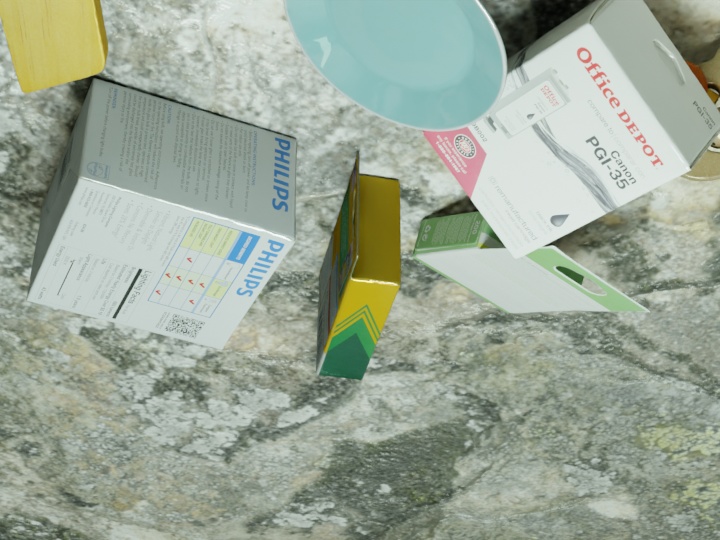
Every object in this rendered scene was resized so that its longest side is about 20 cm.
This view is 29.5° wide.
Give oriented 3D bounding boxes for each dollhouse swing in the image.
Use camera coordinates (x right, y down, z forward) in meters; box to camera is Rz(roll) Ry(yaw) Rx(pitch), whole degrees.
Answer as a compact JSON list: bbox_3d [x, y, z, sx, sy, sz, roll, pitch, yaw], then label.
[{"bbox_3d":[-0.142,-0.246,0.932,0.174,0.201,0.182,2,144,2],"label":"dollhouse swing"}]

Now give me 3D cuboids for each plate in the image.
[{"bbox_3d":[0.029,-0.193,1.091,0.199,0.026,0.201,24,148,16],"label":"plate"}]

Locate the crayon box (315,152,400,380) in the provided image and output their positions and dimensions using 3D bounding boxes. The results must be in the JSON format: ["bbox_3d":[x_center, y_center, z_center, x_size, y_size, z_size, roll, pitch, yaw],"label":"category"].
[{"bbox_3d":[0.000,0.000,1.325,0.051,0.127,0.201,7,143,-9],"label":"crayon box"}]

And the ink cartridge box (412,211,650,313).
[{"bbox_3d":[0.165,-0.006,1.314,0.145,0.048,0.199,30,159,-32],"label":"ink cartridge box"}]

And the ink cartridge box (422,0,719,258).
[{"bbox_3d":[0.172,-0.119,1.130,0.200,0.083,0.147,-30,101,45],"label":"ink cartridge box"}]

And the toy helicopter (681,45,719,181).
[{"bbox_3d":[0.346,-0.137,1.145,0.199,0.133,0.079,-26,168,8],"label":"toy helicopter"}]

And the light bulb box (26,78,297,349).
[{"bbox_3d":[-0.184,-0.046,1.269,0.199,0.126,0.198,16,140,-20],"label":"light bulb box"}]
